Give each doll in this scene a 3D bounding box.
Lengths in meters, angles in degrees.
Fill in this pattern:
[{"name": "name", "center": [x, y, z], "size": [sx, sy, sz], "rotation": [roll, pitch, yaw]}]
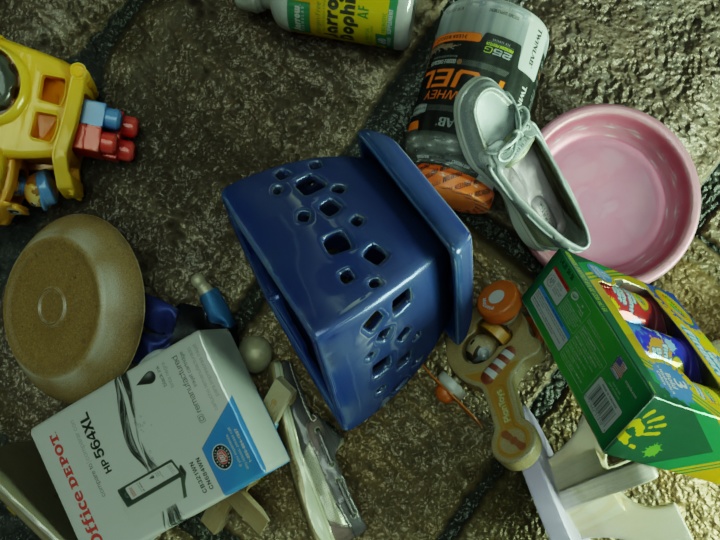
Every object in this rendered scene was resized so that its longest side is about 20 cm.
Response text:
[{"name": "doll", "center": [-0.191, 0.069, 0.860], "size": [0.196, 0.048, 0.139], "rotation": [15, 96, 3]}]

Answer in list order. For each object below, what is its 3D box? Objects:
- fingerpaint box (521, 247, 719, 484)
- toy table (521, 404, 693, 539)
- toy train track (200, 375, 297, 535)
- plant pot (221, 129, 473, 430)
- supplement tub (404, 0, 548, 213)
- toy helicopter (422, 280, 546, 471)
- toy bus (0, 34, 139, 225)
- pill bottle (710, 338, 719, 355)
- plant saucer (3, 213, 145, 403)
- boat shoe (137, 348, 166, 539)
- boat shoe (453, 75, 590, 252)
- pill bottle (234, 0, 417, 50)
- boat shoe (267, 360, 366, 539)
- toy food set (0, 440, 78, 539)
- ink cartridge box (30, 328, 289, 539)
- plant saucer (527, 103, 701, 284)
[{"name": "fingerpaint box", "center": [0.265, 0.086, 0.740], "size": [0.165, 0.201, 0.074], "rotation": [19, 121, -25]}, {"name": "toy table", "center": [0.236, 0.212, 0.775], "size": [0.116, 0.184, 0.203], "rotation": [-27, 84, 15]}, {"name": "toy train track", "center": [-0.112, 0.191, 0.818], "size": [0.114, 0.032, 0.202], "rotation": [39, 115, 21]}, {"name": "plant pot", "center": [0.000, 0.000, 0.769], "size": [0.178, 0.201, 0.201], "rotation": [-30, 57, -10]}, {"name": "supplement tub", "center": [0.119, -0.172, 0.842], "size": [0.120, 0.123, 0.204], "rotation": [16, 84, 4]}, {"name": "toy helicopter", "center": [0.128, 0.114, 0.792], "size": [0.131, 0.079, 0.202], "rotation": [-27, 38, 15]}, {"name": "toy bus", "center": [-0.347, -0.136, 0.864], "size": [0.189, 0.136, 0.204], "rotation": [13, 86, -12]}, {"name": "pill bottle", "center": [0.460, 0.096, 0.801], "size": [0.197, 0.111, 0.113], "rotation": [-18, 83, 0]}, {"name": "plant saucer", "center": [-0.316, 0.039, 0.839], "size": [0.197, 0.035, 0.205], "rotation": [-2, 86, 25]}, {"name": "boat shoe", "center": [-0.217, 0.182, 0.836], "size": [0.067, 0.057, 0.204], "rotation": [10, 90, 12]}, {"name": "boat shoe", "center": [0.159, -0.099, 0.764], "size": [0.074, 0.064, 0.203], "rotation": [-42, 117, -17]}, {"name": "pill bottle", "center": [-0.035, -0.316, 0.871], "size": [0.196, 0.113, 0.115], "rotation": [11, 83, 3]}, {"name": "boat shoe", "center": [-0.048, 0.189, 0.835], "size": [0.064, 0.072, 0.203], "rotation": [-15, 76, -15]}, {"name": "toy food set", "center": [-0.322, 0.254, 0.797], "size": [0.199, 0.144, 0.061], "rotation": [40, 86, 6]}, {"name": "ink cartridge box", "center": [-0.191, 0.168, 0.759], "size": [0.198, 0.084, 0.148], "rotation": [-30, 82, 8]}, {"name": "plant saucer", "center": [0.263, -0.077, 0.861], "size": [0.196, 0.051, 0.205], "rotation": [0, 84, 2]}]
